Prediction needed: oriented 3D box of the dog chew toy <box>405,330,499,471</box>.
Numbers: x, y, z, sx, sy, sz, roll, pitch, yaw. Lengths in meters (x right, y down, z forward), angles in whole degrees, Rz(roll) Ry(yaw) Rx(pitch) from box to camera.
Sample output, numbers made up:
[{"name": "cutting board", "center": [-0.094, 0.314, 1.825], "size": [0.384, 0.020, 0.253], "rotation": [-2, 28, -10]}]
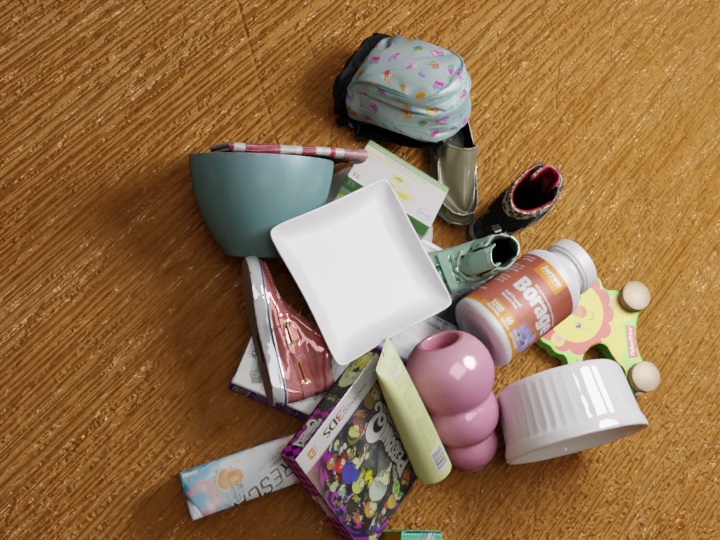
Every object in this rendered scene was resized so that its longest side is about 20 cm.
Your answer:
[{"name": "dog chew toy", "center": [0.136, 0.188, 1.115], "size": [0.124, 0.124, 0.201], "rotation": [-22, 106, -19]}]

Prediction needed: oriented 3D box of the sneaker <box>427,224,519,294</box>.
[{"name": "sneaker", "center": [0.132, -0.006, 1.142], "size": [0.199, 0.118, 0.074], "rotation": [-23, 88, -21]}]

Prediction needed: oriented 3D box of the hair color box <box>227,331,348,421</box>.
[{"name": "hair color box", "center": [-0.071, 0.148, 1.113], "size": [0.199, 0.065, 0.110], "rotation": [25, 70, -8]}]

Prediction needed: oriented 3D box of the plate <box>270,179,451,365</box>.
[{"name": "plate", "center": [0.000, 0.000, 1.076], "size": [0.199, 0.032, 0.201], "rotation": [-26, 87, -27]}]

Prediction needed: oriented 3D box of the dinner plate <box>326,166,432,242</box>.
[{"name": "dinner plate", "center": [0.018, -0.071, 1.224], "size": [0.198, 0.024, 0.202], "rotation": [4, 72, -14]}]

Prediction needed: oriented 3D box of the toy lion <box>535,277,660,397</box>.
[{"name": "toy lion", "center": [0.351, 0.094, 1.241], "size": [0.190, 0.069, 0.202], "rotation": [0, 74, -7]}]

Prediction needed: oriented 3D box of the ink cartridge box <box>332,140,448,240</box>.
[{"name": "ink cartridge box", "center": [0.033, -0.088, 1.165], "size": [0.145, 0.048, 0.200], "rotation": [31, 44, -2]}]

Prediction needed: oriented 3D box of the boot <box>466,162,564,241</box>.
[{"name": "boot", "center": [0.264, -0.117, 1.230], "size": [0.199, 0.151, 0.073], "rotation": [-33, 83, -21]}]

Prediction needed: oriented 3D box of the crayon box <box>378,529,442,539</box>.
[{"name": "crayon box", "center": [0.062, 0.437, 1.027], "size": [0.058, 0.119, 0.202], "rotation": [5, 72, -12]}]

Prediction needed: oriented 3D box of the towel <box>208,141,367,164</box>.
[{"name": "towel", "center": [-0.106, -0.166, 1.146], "size": [0.198, 0.144, 0.023], "rotation": [0, 95, -22]}]

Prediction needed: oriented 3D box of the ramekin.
[{"name": "ramekin", "center": [0.287, 0.197, 1.120], "size": [0.199, 0.201, 0.098], "rotation": [-8, 68, -16]}]

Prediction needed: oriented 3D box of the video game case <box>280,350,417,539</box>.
[{"name": "video game case", "center": [0.004, 0.238, 1.050], "size": [0.181, 0.036, 0.201], "rotation": [-49, 125, -31]}]

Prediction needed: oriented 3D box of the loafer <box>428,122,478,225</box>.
[{"name": "loafer", "center": [0.146, -0.170, 1.260], "size": [0.075, 0.070, 0.202], "rotation": [-3, 74, -15]}]

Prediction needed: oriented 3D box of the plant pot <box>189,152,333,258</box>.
[{"name": "plant pot", "center": [-0.138, -0.087, 1.112], "size": [0.198, 0.200, 0.136], "rotation": [1, 93, -14]}]

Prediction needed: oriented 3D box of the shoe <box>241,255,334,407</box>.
[{"name": "shoe", "center": [-0.096, 0.073, 1.062], "size": [0.090, 0.071, 0.202], "rotation": [-11, 81, -19]}]

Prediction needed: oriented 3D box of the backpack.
[{"name": "backpack", "center": [0.071, -0.274, 1.218], "size": [0.199, 0.127, 0.167], "rotation": [26, 72, 23]}]

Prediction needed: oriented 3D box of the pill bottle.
[{"name": "pill bottle", "center": [0.244, 0.041, 1.168], "size": [0.199, 0.112, 0.113], "rotation": [-34, 84, -19]}]

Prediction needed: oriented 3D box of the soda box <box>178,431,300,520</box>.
[{"name": "soda box", "center": [-0.135, 0.263, 1.054], "size": [0.199, 0.068, 0.064], "rotation": [-17, 81, -16]}]

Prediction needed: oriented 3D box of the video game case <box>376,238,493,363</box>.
[{"name": "video game case", "center": [0.096, 0.052, 1.192], "size": [0.199, 0.023, 0.183], "rotation": [27, 71, -12]}]

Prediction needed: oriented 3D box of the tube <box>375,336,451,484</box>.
[{"name": "tube", "center": [0.063, 0.188, 1.051], "size": [0.052, 0.058, 0.201], "rotation": [-31, 114, -18]}]
